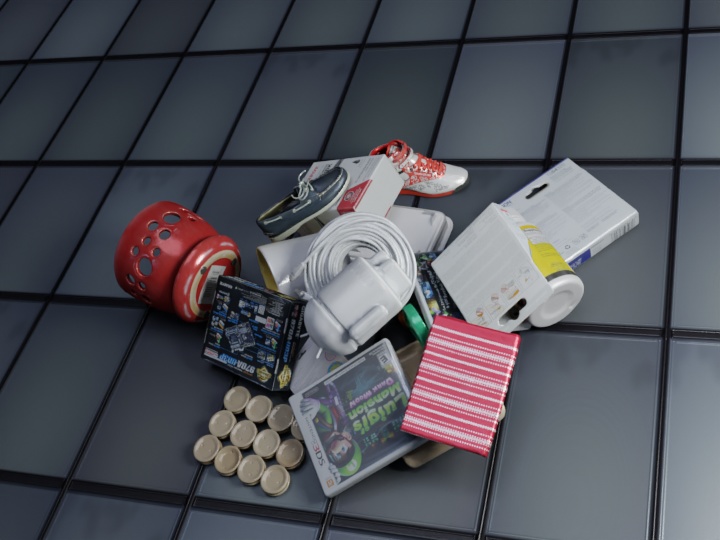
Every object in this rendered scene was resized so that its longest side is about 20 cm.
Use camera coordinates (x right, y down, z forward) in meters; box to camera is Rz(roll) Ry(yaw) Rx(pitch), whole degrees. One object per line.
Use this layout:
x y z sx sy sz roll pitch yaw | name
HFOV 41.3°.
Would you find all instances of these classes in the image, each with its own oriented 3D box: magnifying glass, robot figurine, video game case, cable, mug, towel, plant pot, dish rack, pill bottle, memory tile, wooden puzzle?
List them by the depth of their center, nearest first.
0.155 0.173 1.471 0.143 0.023 0.202 14 70 16 | towel
-0.004 0.236 1.537 0.199 0.023 0.183 -32 60 12 | video game case
-0.012 0.059 1.563 0.200 0.113 0.170 -42 25 -3 | robot figurine
0.117 0.211 1.586 0.184 0.046 0.201 -28 52 -6 | wooden puzzle
-0.178 0.288 1.622 0.198 0.017 0.154 17 64 29 | memory tile
0.088 0.091 1.623 0.022 0.080 0.200 -30 5 -2 | magnifying glass
0.286 -0.010 1.653 0.114 0.115 0.201 -28 53 -7 | pill bottle
0.000 0.000 1.669 0.199 0.069 0.201 35 92 6 | cable
0.186 0.036 1.691 0.180 0.024 0.201 -6 46 -13 | video game case
-0.105 -0.014 1.788 0.152 0.150 0.188 -22 61 -12 | mug
-0.339 -0.009 1.830 0.181 0.201 0.201 26 62 25 | plant pot
0.064 -0.064 1.842 0.198 0.044 0.173 9 54 26 | dish rack

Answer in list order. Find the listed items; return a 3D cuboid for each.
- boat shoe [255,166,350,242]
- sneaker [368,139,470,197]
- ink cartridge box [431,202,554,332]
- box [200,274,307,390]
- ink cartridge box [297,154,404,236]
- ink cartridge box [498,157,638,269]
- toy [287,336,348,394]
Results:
-0.110 -0.136 1.809 0.199 0.062 0.075 -35 35 10 | boat shoe
0.114 -0.206 1.904 0.199 0.108 0.068 0 50 18 | sneaker
0.227 0.012 1.600 0.162 0.050 0.201 -46 58 24 | ink cartridge box
-0.192 0.108 1.697 0.199 0.046 0.161 16 96 39 | box
-0.035 -0.143 1.875 0.199 0.084 0.145 -1 49 43 | ink cartridge box
0.375 -0.098 1.769 0.195 0.043 0.200 -33 47 -9 | ink cartridge box
-0.041 0.205 1.626 0.116 0.047 0.200 -52 52 12 | toy
